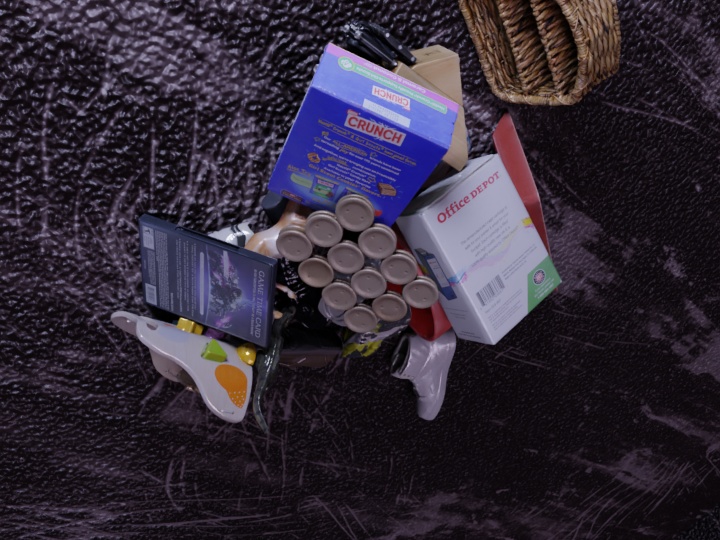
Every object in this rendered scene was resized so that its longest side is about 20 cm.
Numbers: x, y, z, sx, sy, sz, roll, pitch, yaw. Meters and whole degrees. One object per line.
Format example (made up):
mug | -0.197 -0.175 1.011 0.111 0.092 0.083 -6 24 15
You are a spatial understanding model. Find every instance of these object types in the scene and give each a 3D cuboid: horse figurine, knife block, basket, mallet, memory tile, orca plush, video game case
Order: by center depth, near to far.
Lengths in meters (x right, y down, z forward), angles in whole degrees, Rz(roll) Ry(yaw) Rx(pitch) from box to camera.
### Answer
knife block | 0.039 -0.207 0.870 0.172 0.064 0.204 -18 121 -11
basket | 0.233 -0.305 0.892 0.147 0.144 0.201 -32 134 1
memory tile | -0.004 -0.003 0.912 0.151 0.017 0.200 -25 122 28
horse figurine | -0.102 -0.024 0.946 0.198 0.050 0.134 -34 112 4
video game case | -0.209 0.016 0.947 0.196 0.019 0.145 18 127 10
mallet | -0.048 -0.123 0.964 0.198 0.042 0.066 -34 130 14
orca plush | -0.082 0.030 1.066 0.103 0.072 0.203 -14 132 -15

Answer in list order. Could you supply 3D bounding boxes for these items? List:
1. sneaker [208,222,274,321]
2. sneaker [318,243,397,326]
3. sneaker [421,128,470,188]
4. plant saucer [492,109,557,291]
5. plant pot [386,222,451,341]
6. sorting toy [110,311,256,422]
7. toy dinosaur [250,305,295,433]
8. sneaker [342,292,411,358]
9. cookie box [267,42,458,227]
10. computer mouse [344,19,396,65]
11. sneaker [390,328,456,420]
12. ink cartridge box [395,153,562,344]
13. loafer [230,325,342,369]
sneaker | -0.152 0.017 1.018 0.086 0.076 0.202 -27 134 -2
sneaker | 0.000 0.000 1.034 0.076 0.081 0.200 39 139 -4
sneaker | 0.071 -0.143 0.991 0.199 0.077 0.081 -39 126 8
plant saucer | 0.241 -0.099 1.039 0.036 0.202 0.202 -16 136 12
plant pot | 0.132 -0.023 1.057 0.175 0.201 0.203 -28 135 -13
sorting toy | -0.259 0.110 0.988 0.179 0.198 0.109 33 79 -38
toy dinosaur | -0.139 0.145 1.008 0.047 0.204 0.088 21 146 -20
sneaker | 0.011 0.073 1.100 0.073 0.086 0.200 -4 156 -29
cookie box | -0.002 -0.145 0.834 0.168 0.076 0.200 22 147 -12
computer mouse | -0.016 -0.208 0.914 0.137 0.053 0.200 28 111 -40
sneaker | 0.101 0.195 1.298 0.113 0.074 0.204 -3 119 -21
ink cartridge box | 0.156 -0.029 0.927 0.144 0.087 0.202 -37 107 -20
loafer | -0.121 0.132 1.130 0.196 0.074 0.072 11 123 -31
